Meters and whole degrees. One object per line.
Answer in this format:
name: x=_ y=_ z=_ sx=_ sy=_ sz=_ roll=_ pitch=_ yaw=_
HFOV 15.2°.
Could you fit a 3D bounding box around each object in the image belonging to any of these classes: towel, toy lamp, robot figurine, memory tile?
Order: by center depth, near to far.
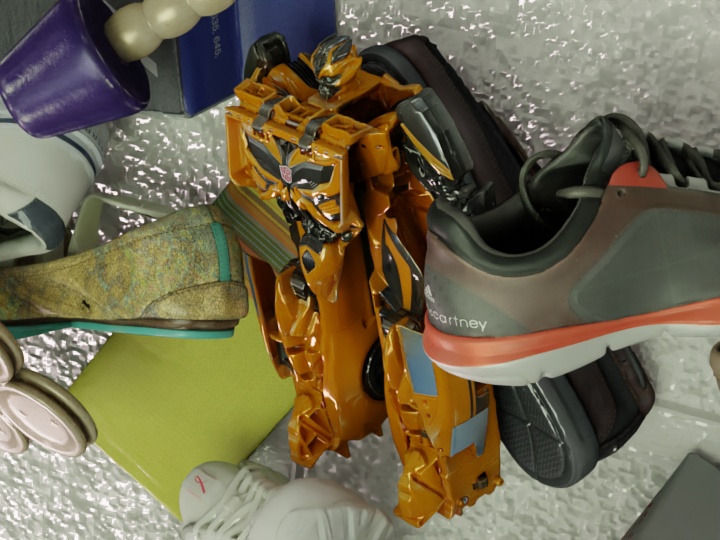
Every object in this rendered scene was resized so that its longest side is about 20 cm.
toy lamp: x=-0.055 y=-0.114 z=1.069 sx=0.200 sy=0.058 sz=0.058 roll=-27 pitch=103 yaw=15
robot figurine: x=0.000 y=0.000 z=1.089 sx=0.145 sy=0.058 sz=0.201 roll=23 pitch=135 yaw=44
memory tile: x=-0.209 y=0.028 z=1.201 sx=0.200 sy=0.017 sz=0.153 roll=-2 pitch=136 yaw=52
towel: x=-0.056 y=0.026 z=1.202 sx=0.086 sy=0.018 sz=0.200 roll=43 pitch=125 yaw=3

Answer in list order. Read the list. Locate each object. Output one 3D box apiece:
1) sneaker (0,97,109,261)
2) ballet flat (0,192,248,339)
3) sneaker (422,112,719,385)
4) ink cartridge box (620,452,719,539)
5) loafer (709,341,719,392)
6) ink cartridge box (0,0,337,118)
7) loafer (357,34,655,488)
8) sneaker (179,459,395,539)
sneaker: x=-0.200 y=-0.032 z=1.181 sx=0.200 sy=0.071 sz=0.073 roll=-10 pitch=136 yaw=40
ballet flat: x=-0.127 y=0.000 z=1.187 sx=0.199 sy=0.071 sz=0.071 roll=-3 pitch=115 yaw=42
sneaker: x=0.115 y=-0.021 z=1.010 sx=0.199 sy=0.077 sz=0.082 roll=-19 pitch=117 yaw=-15
ink cartridge box: x=0.129 y=0.210 z=1.134 sx=0.144 sy=0.145 sz=0.200 roll=36 pitch=123 yaw=4
loafer: x=0.219 y=0.018 z=1.044 sx=0.200 sy=0.072 sz=0.063 roll=-34 pitch=91 yaw=36
ink cartridge box: x=-0.113 y=-0.163 z=1.113 sx=0.199 sy=0.047 sz=0.198 roll=8 pitch=118 yaw=23
loafer: x=0.059 y=-0.010 z=1.114 sx=0.072 sy=0.063 sz=0.201 roll=-6 pitch=111 yaw=60
sneaker: x=-0.042 y=0.119 z=1.159 sx=0.099 sy=0.078 sz=0.200 roll=40 pitch=166 yaw=11
